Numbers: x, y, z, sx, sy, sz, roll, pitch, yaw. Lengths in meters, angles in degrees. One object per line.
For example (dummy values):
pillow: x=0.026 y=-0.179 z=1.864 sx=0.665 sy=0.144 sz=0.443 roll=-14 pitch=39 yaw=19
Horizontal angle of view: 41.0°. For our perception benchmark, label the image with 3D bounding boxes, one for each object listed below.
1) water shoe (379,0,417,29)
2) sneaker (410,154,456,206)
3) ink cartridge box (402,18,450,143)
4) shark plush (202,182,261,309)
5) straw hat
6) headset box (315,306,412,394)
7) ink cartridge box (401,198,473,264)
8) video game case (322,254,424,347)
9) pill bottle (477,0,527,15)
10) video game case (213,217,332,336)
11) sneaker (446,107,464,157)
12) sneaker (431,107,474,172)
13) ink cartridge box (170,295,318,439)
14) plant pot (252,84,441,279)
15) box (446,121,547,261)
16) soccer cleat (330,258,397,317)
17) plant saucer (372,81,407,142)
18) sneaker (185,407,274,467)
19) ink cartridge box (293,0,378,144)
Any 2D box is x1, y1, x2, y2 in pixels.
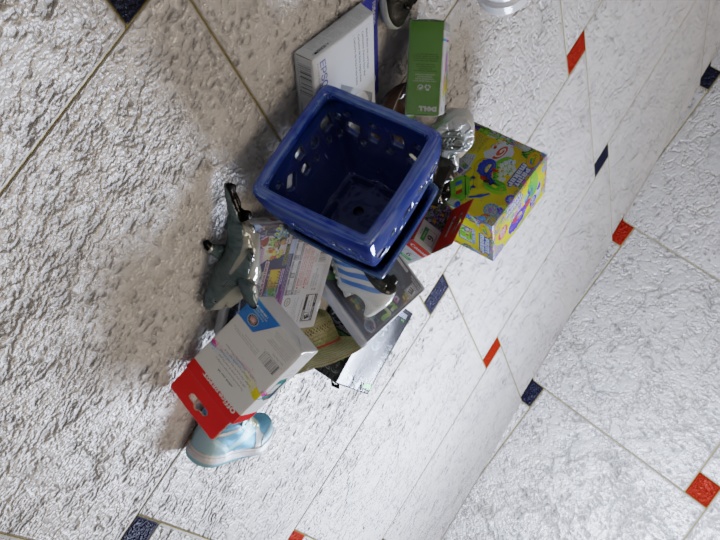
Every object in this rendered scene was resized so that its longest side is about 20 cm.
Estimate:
water shoe: x=0.088 y=-0.452 z=1.442 sx=0.071 sy=0.079 sz=0.201 roll=-21 pitch=134 yaw=-55
sneaker: x=0.100 y=-0.130 z=1.713 sx=0.077 sy=0.111 sz=0.200 roll=-75 pitch=-170 yaw=-51
ink cartridge box: x=0.108 y=-0.300 z=1.561 sx=0.104 sy=0.059 sz=0.201 roll=-46 pitch=139 yaw=-75
shark plush: x=-0.184 y=-0.024 z=1.365 sx=0.091 sy=0.083 sz=0.201 roll=-91 pitch=-176 yaw=-46
straw hat: x=-0.087 y=0.110 z=1.654 sx=0.201 sy=0.200 sz=0.086 roll=-29 pitch=102 yaw=-50
headset box: x=-0.009 y=0.131 z=1.846 sx=0.201 sy=0.092 sz=0.174 roll=-60 pitch=155 yaw=-3
ink cartridge box: x=0.114 y=-0.076 z=1.761 sx=0.200 sy=0.050 sz=0.109 roll=-25 pitch=-147 yaw=57
video game case: x=0.000 y=0.000 z=1.636 sx=0.182 sy=0.200 sz=0.023 roll=-40 pitch=-174 yaw=-39
pill bottle: x=0.226 y=-0.522 z=1.594 sx=0.116 sy=0.115 sz=0.200 roll=-55 pitch=155 yaw=-13
video game case: x=-0.129 y=0.008 z=1.501 sx=0.181 sy=0.023 sz=0.201 roll=-5 pitch=123 yaw=-38
sneaker: x=0.131 y=-0.215 z=1.801 sx=0.200 sy=0.076 sz=0.081 roll=-55 pitch=142 yaw=-23
sneaker: x=0.156 y=-0.249 z=1.683 sx=0.200 sy=0.077 sz=0.100 roll=119 pitch=-16 yaw=-73
ink cartridge box: x=-0.177 y=0.147 z=1.453 sx=0.200 sy=0.116 sz=0.067 roll=-44 pitch=166 yaw=13
plant pot: x=-0.007 y=-0.114 z=1.381 sx=0.201 sy=0.199 sz=0.180 roll=-58 pitch=160 yaw=-15
box: x=0.232 y=-0.161 z=1.888 sx=0.200 sy=0.192 sz=0.122 roll=-50 pitch=153 yaw=-23
soccer cleat: x=-0.024 y=-0.010 z=1.570 sx=0.070 sy=0.200 sz=0.086 roll=-10 pitch=143 yaw=-50
plant saucer: x=0.043 y=-0.218 z=1.599 sx=0.200 sy=0.032 sz=0.201 roll=16 pitch=90 yaw=-82
sneaker: x=-0.198 y=0.246 z=1.617 sx=0.200 sy=0.079 sz=0.131 roll=-15 pitch=130 yaw=-59
ink cartridge box: x=-0.018 y=-0.289 z=1.453 sx=0.200 sy=0.040 sz=0.200 roll=-46 pitch=151 yaw=-31
